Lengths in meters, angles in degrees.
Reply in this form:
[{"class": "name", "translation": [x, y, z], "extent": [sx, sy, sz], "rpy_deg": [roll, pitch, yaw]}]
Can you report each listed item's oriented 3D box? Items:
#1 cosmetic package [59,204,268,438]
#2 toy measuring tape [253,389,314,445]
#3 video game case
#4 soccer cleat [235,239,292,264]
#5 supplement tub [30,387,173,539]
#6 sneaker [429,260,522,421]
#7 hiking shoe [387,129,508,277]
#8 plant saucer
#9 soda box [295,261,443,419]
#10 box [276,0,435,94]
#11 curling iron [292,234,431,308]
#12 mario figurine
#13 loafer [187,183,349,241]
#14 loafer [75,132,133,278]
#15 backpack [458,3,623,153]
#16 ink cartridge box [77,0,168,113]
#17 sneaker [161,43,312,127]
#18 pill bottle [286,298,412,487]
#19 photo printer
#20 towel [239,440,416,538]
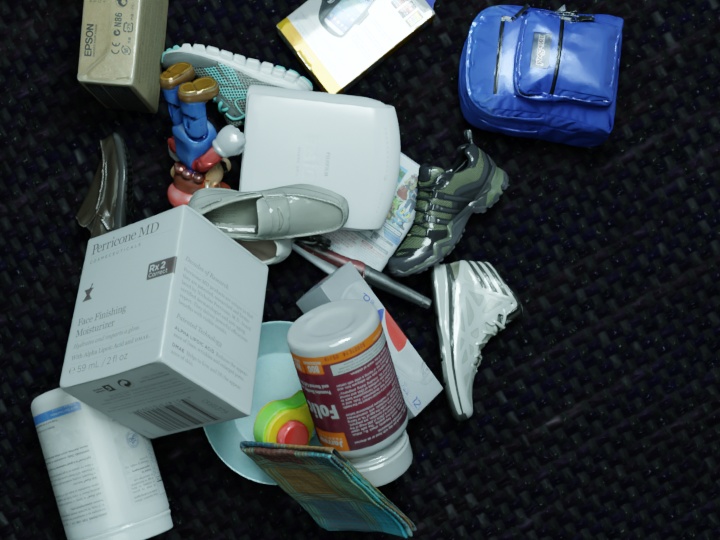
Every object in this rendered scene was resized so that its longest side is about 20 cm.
[{"class": "cosmetic package", "translation": [-0.226, 0.064, 1.546], "extent": [0.163, 0.165, 0.203], "rpy_deg": [-16, 54, 31]}, {"class": "toy measuring tape", "translation": [-0.086, 0.157, 1.597], "extent": [0.072, 0.074, 0.203], "rpy_deg": [15, 96, 0]}, {"class": "video game case", "translation": [-0.027, -0.096, 1.694], "extent": [0.199, 0.022, 0.184], "rpy_deg": [34, 85, 3]}, {"class": "soccer cleat", "translation": [-0.184, -0.028, 1.648], "extent": [0.196, 0.078, 0.071], "rpy_deg": [-6, 94, 6]}, {"class": "supplement tub", "translation": [-0.315, 0.236, 1.605], "extent": [0.130, 0.132, 0.203], "rpy_deg": [-16, 85, -2]}, {"class": "sneaker", "translation": [0.152, 0.084, 1.654], "extent": [0.113, 0.076, 0.204], "rpy_deg": [-6, 83, 0]}, {"class": "hiking shoe", "translation": [0.091, -0.082, 1.659], "extent": [0.200, 0.076, 0.101], "rpy_deg": [-46, 108, -14]}, {"class": "plant saucer", "translation": [-0.103, 0.167, 1.661], "extent": [0.197, 0.039, 0.205], "rpy_deg": [0, 84, -2]}, {"class": "soda box", "translation": [0.011, 0.093, 1.634], "extent": [0.063, 0.068, 0.201], "rpy_deg": [-39, 94, -37]}, {"class": "box", "translation": [0.003, -0.328, 1.707], "extent": [0.199, 0.041, 0.120], "rpy_deg": [-38, 87, -6]}, {"class": "curling iron", "translation": [0.000, 0.000, 1.653], "extent": [0.198, 0.050, 0.026], "rpy_deg": [30, 79, -5]}, {"class": "mario figurine", "translation": [-0.193, -0.159, 1.635], "extent": [0.104, 0.124, 0.202], "rpy_deg": [-4, 128, -4]}, {"class": "loafer", "translation": [-0.112, -0.064, 1.583], "extent": [0.196, 0.070, 0.071], "rpy_deg": [-2, 116, 2]}, {"class": "loafer", "translation": [-0.326, -0.075, 1.659], "extent": [0.070, 0.073, 0.204], "rpy_deg": [1, 85, -3]}, {"class": "backpack", "translation": [0.223, -0.256, 1.643], "extent": [0.196, 0.168, 0.165], "rpy_deg": [7, 78, 3]}, {"class": "ink cartridge box", "translation": [-0.292, -0.312, 1.636], "extent": [0.074, 0.165, 0.204], "rpy_deg": [4, 84, 1]}, {"class": "sneaker", "translation": [-0.165, -0.229, 1.679], "extent": [0.197, 0.078, 0.093], "rpy_deg": [16, 89, 2]}, {"class": "pill bottle", "translation": [-0.008, 0.147, 1.552], "extent": [0.113, 0.114, 0.203], "rpy_deg": [-18, 113, -3]}, {"class": "photo printer", "translation": [-0.049, -0.137, 1.636], "extent": [0.196, 0.070, 0.169], "rpy_deg": [7, 102, 0]}, {"class": "towel", "translation": [-0.039, 0.262, 1.562], "extent": [0.145, 0.200, 0.022], "rpy_deg": [-2, 54, 36]}]
